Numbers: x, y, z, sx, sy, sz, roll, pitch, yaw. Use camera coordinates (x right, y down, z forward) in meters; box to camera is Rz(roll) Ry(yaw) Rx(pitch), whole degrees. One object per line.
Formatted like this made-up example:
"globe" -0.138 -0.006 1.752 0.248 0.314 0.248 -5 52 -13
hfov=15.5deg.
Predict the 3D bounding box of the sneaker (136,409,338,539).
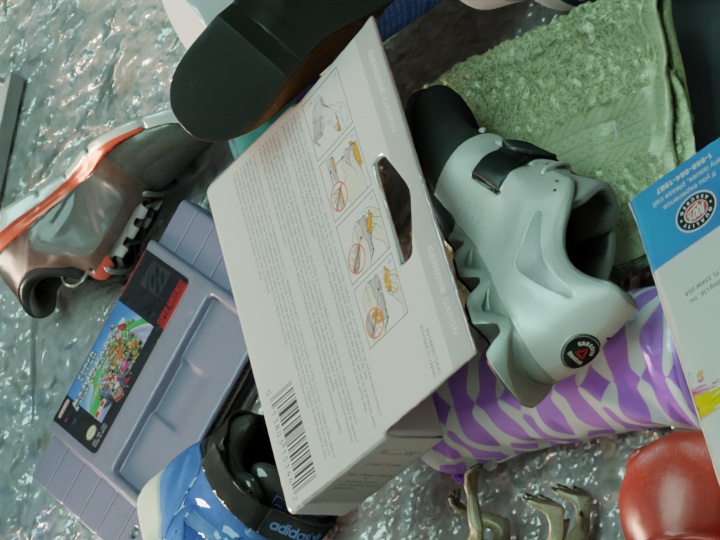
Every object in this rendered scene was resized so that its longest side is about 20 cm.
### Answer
"sneaker" -0.058 0.168 1.459 0.111 0.076 0.201 -44 42 29

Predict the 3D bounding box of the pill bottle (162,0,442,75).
"pill bottle" -0.010 -0.181 1.496 0.199 0.113 0.112 -36 42 -13

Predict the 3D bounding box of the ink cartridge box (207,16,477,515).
"ink cartridge box" 0.000 0.000 1.372 0.176 0.044 0.201 -42 54 43

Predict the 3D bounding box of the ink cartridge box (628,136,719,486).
"ink cartridge box" 0.240 0.032 1.183 0.147 0.144 0.201 -35 50 28

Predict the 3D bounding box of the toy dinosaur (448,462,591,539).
"toy dinosaur" 0.089 0.162 1.351 0.199 0.058 0.102 24 105 45

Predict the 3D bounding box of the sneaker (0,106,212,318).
"sneaker" -0.151 -0.035 1.670 0.199 0.077 0.082 -34 77 30

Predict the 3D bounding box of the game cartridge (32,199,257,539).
"game cartridge" -0.118 0.067 1.600 0.129 0.038 0.201 32 94 43

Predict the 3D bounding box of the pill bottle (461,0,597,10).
"pill bottle" 0.133 -0.199 1.373 0.199 0.111 0.112 -13 62 40

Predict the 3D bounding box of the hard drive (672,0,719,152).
"hard drive" 0.182 -0.098 1.384 0.139 0.033 0.201 23 88 47

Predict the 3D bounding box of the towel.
"towel" 0.099 -0.058 1.379 0.199 0.036 0.150 -22 73 48

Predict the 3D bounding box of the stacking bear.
"stacking bear" 0.157 0.171 1.232 0.121 0.113 0.201 -19 54 37

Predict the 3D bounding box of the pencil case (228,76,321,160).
"pencil case" -0.043 -0.091 1.563 0.084 0.093 0.201 -14 53 -3

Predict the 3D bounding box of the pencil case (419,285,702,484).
"pencil case" 0.107 0.058 1.351 0.199 0.084 0.086 -14 100 42

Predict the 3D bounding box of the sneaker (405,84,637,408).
"sneaker" 0.085 -0.029 1.323 0.088 0.074 0.201 -34 50 15

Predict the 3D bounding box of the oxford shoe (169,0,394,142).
"oxford shoe" -0.019 -0.150 1.401 0.200 0.071 0.071 -42 83 14

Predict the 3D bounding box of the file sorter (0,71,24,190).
"file sorter" -0.355 -0.080 1.833 0.199 0.124 0.140 -7 66 43
